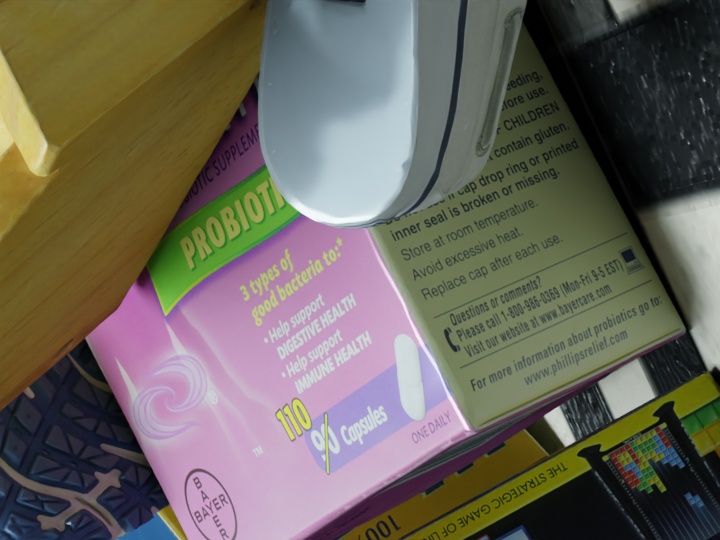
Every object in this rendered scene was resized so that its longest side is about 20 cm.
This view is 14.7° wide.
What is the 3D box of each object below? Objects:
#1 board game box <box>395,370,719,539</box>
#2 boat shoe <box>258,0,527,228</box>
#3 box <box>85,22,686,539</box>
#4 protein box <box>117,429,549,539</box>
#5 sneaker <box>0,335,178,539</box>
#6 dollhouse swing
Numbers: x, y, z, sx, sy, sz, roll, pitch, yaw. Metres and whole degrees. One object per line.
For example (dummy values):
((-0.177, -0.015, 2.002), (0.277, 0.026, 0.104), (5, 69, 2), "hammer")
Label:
((0.031, 0.127, 0.907), (0.057, 0.200, 0.165), (58, 166, 20), "board game box")
((0.028, -0.113, 0.753), (0.075, 0.086, 0.202), (13, 104, 32), "boat shoe")
((-0.019, -0.022, 0.922), (0.176, 0.097, 0.200), (-36, 79, 53), "box")
((-0.013, 0.124, 1.130), (0.200, 0.135, 0.199), (46, 157, 29), "protein box")
((-0.096, 0.044, 1.016), (0.077, 0.200, 0.085), (39, 133, -9), "sneaker")
((-0.131, -0.075, 0.828), (0.176, 0.182, 0.200), (43, 140, 6), "dollhouse swing")
